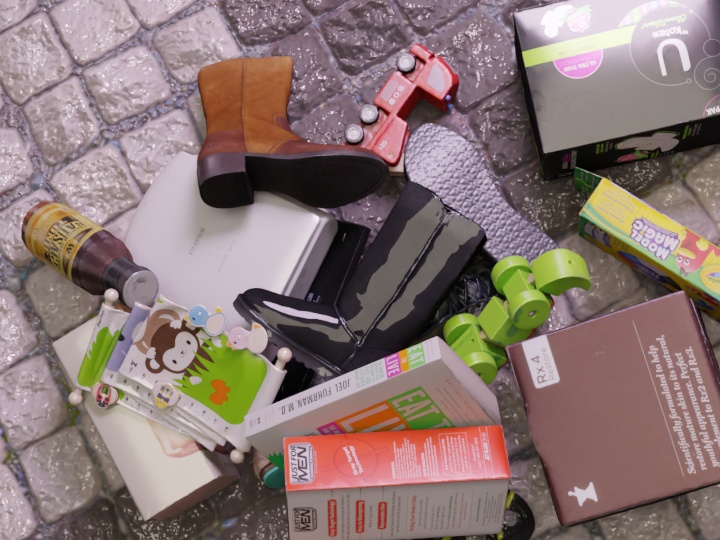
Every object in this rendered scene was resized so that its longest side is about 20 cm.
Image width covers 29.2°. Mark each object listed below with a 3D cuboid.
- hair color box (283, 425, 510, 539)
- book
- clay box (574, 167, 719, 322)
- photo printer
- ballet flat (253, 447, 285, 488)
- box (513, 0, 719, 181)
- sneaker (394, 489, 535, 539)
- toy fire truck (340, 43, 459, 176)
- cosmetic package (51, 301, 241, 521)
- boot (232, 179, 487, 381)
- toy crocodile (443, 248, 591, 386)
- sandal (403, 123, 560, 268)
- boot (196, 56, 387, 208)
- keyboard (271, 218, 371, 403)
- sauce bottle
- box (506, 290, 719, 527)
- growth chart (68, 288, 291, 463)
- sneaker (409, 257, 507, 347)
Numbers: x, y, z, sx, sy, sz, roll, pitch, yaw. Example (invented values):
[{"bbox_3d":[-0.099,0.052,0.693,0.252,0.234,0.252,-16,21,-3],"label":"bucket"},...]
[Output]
[{"bbox_3d":[0.031,0.197,1.261,0.199,0.102,0.061,-3,50,-4],"label":"hair color box"},{"bbox_3d":[0.012,0.137,1.270,0.199,0.134,0.048,-24,47,18],"label":"book"},{"bbox_3d":[0.281,-0.023,1.323,0.200,0.115,0.048,32,87,12],"label":"clay box"},{"bbox_3d":[-0.144,-0.020,1.396,0.199,0.069,0.167,27,88,20],"label":"photo printer"},{"bbox_3d":[-0.019,0.147,1.368,0.199,0.068,0.067,-22,51,2],"label":"ballet flat"},{"bbox_3d":[0.259,-0.188,1.348,0.199,0.124,0.149,-13,79,5],"label":"box"},{"bbox_3d":[0.070,0.256,1.336,0.199,0.076,0.076,-9,67,-12],"label":"sneaker"},{"bbox_3d":[0.055,-0.115,1.403,0.141,0.049,0.200,35,87,11],"label":"toy fire truck"},{"bbox_3d":[-0.211,0.140,1.375,0.087,0.103,0.201,-31,80,3],"label":"cosmetic package"},{"bbox_3d":[0.001,0.001,1.295,0.165,0.066,0.200,35,97,-5],"label":"boot"},{"bbox_3d":[0.133,0.054,1.298,0.200,0.062,0.068,-50,35,22],"label":"toy crocodile"},{"bbox_3d":[0.111,-0.055,1.347,0.076,0.043,0.200,-38,82,-14],"label":"sandal"},{"bbox_3d":[-0.072,-0.144,1.392,0.187,0.069,0.200,-9,42,4],"label":"boot"},{"bbox_3d":[-0.034,0.047,1.378,0.127,0.021,0.201,15,81,47],"label":"keyboard"},{"bbox_3d":[-0.269,-0.015,1.379,0.200,0.066,0.066,24,84,45],"label":"sauce bottle"},{"bbox_3d":[0.248,0.126,1.252,0.164,0.200,0.167,-18,80,14],"label":"box"},{"bbox_3d":[-0.169,0.094,1.294,0.199,0.018,0.145,20,108,10],"label":"growth chart"},{"bbox_3d":[0.094,0.034,1.358,0.199,0.081,0.074,-29,79,2],"label":"sneaker"}]
